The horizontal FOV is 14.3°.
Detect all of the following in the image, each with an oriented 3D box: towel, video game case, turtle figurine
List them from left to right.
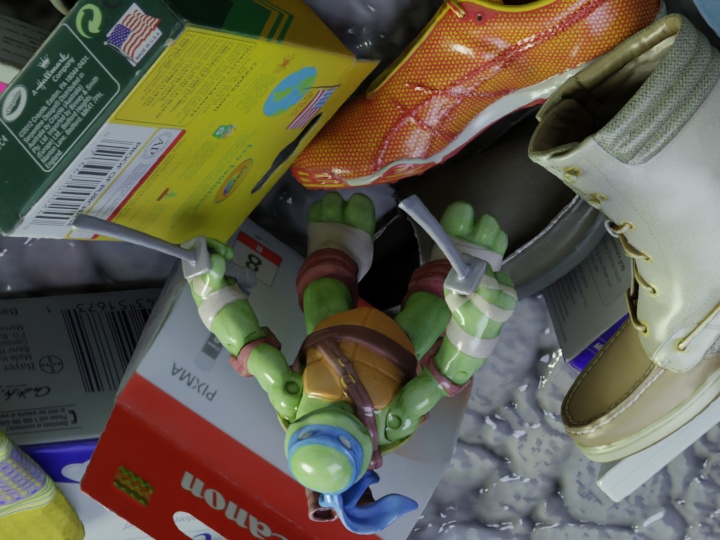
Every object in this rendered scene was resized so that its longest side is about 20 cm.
[{"bbox_3d":[-0.211,0.120,1.322,0.143,0.023,0.200,-19,157,0],"label":"towel"},{"bbox_3d":[0.000,0.000,1.312,0.144,0.194,0.200,-26,105,22],"label":"turtle figurine"},{"bbox_3d":[0.190,0.033,1.492,0.018,0.200,0.143,45,113,-7],"label":"video game case"}]

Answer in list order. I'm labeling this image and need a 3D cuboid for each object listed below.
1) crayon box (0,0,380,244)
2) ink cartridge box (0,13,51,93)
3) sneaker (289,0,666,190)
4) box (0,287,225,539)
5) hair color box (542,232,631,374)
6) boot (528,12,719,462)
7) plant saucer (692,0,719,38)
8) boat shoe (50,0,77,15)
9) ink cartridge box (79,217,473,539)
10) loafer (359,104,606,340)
[{"bbox_3d":[-0.084,-0.072,1.291,0.127,0.051,0.200,-48,160,16],"label":"crayon box"},{"bbox_3d":[-0.242,-0.059,1.294,0.200,0.044,0.174,18,125,-38],"label":"ink cartridge box"},{"bbox_3d":[0.048,-0.102,1.369,0.200,0.073,0.077,-29,107,15],"label":"sneaker"},{"bbox_3d":[-0.158,0.115,1.476,0.183,0.105,0.200,-5,138,-19],"label":"box"},{"bbox_3d":[0.182,-0.036,1.451,0.065,0.109,0.200,31,119,-33],"label":"hair color box"},{"bbox_3d":[0.130,-0.014,1.346,0.155,0.072,0.200,34,110,-28],"label":"boot"},{"bbox_3d":[0.233,-0.187,1.342,0.200,0.039,0.202,-8,120,-15],"label":"plant saucer"},{"bbox_3d":[-0.100,-0.194,1.191,0.072,0.060,0.202,-1,136,-23],"label":"boat shoe"},{"bbox_3d":[-0.036,0.074,1.372,0.162,0.200,0.050,35,122,-11],"label":"ink cartridge box"},{"bbox_3d":[0.055,-0.017,1.446,0.070,0.075,0.200,18,127,-43],"label":"loafer"}]
